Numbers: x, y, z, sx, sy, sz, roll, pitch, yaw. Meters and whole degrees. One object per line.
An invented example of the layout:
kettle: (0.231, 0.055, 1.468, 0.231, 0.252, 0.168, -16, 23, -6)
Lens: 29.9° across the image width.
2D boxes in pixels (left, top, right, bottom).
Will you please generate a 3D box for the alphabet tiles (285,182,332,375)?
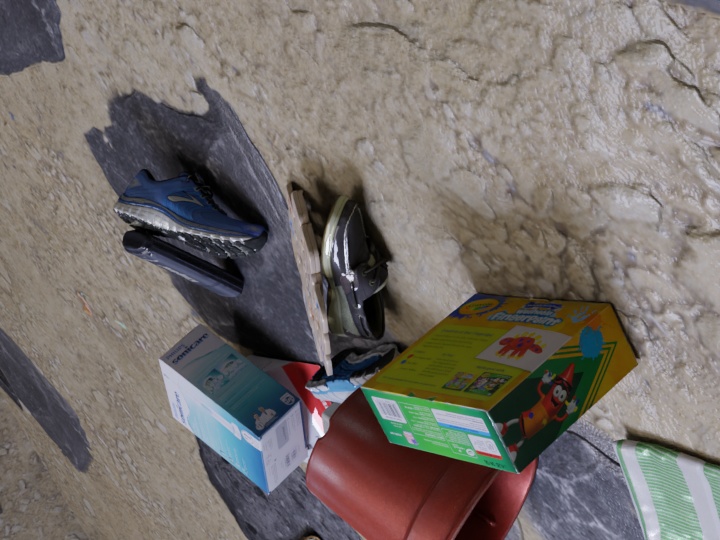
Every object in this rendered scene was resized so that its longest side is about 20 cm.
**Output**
alphabet tiles: (-0.054, 0.009, 1.500, 0.200, 0.015, 0.196, 86, 170, -51)

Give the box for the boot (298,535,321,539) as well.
boot: (-0.075, 0.538, 2.297, 0.175, 0.066, 0.200, 50, 154, 0)

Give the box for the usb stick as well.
usb stick: (-0.225, -0.007, 1.732, 0.055, 0.033, 0.200, 16, 172, 37)

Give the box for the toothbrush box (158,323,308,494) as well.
toothbrush box: (-0.175, 0.190, 1.861, 0.200, 0.085, 0.147, 33, 149, 27)

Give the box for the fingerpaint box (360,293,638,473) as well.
fingerpaint box: (0.126, 0.099, 1.253, 0.200, 0.167, 0.073, 3, 125, 57)

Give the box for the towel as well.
towel: (0.333, 0.237, 1.268, 0.200, 0.023, 0.153, 18, 139, 49)

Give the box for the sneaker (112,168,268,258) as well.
sneaker: (-0.203, -0.077, 1.656, 0.200, 0.089, 0.079, 19, 167, 15)

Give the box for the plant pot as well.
plant pot: (0.058, 0.232, 1.479, 0.195, 0.201, 0.201, 30, 149, 24)

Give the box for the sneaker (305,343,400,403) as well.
sneaker: (0.004, 0.145, 1.632, 0.087, 0.075, 0.200, 51, 156, -15)

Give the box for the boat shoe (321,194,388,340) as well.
boat shoe: (0.000, 0.001, 1.454, 0.066, 0.072, 0.201, 15, 139, 15)

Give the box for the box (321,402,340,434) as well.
box: (0.045, 0.234, 1.684, 0.200, 0.068, 0.082, 36, 152, 27)

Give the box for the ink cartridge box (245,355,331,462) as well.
ink cartridge box: (-0.085, 0.198, 1.875, 0.200, 0.050, 0.161, 5, 129, 60)
